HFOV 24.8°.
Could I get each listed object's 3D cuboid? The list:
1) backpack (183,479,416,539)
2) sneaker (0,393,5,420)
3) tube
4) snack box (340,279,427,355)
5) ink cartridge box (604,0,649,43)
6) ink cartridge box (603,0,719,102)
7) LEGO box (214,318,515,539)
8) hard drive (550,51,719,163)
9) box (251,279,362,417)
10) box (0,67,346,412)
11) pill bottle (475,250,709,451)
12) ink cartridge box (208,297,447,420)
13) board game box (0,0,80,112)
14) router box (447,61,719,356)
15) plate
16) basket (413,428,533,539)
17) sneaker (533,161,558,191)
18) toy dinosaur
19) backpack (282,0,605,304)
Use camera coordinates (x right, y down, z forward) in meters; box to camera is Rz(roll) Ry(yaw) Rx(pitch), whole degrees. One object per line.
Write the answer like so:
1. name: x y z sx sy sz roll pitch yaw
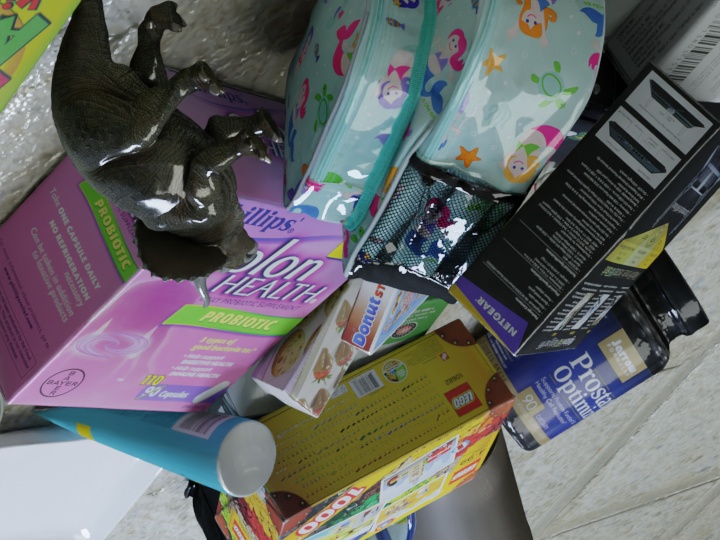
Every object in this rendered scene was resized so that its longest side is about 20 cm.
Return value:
1. backpack: -0.039 0.208 1.352 0.146 0.201 0.183 -18 152 -23
2. sneaker: -0.270 0.082 0.959 0.074 0.107 0.200 2 149 10
3. tube: -0.141 0.110 1.132 0.077 0.199 0.051 3 95 -43
4. snack box: 0.049 -0.019 1.055 0.200 0.024 0.072 -42 158 -55
5. ink cartridge box: 0.233 -0.214 1.001 0.200 0.083 0.145 -39 152 19
6. ink cartridge box: 0.263 -0.178 0.951 0.173 0.044 0.200 -3 144 -43
7. LEGO box: 0.000 0.138 1.206 0.199 0.077 0.149 -26 157 -22
8. hard drive: 0.157 -0.100 1.065 0.199 0.038 0.139 12 170 -37
9. box: 0.000 0.000 1.077 0.039 0.041 0.201 41 76 -39
10. box: -0.110 -0.010 0.995 0.200 0.097 0.175 -43 152 24
11. pill bottle: 0.202 0.063 1.448 0.199 0.112 0.112 -33 155 7
12. ink cartridge box: -0.045 0.057 1.204 0.146 0.083 0.200 -11 149 -36
13. board game box: -0.179 -0.138 0.741 0.101 0.048 0.200 1 141 -49
14. router box: 0.138 -0.028 0.913 0.157 0.052 0.200 -49 167 9
15. plate: -0.250 0.171 1.255 0.199 0.032 0.200 -5 145 -44
16. basket: 0.079 0.197 1.528 0.136 0.180 0.201 -39 147 -19
17. sneaker: 0.212 -0.098 1.205 0.200 0.075 0.080 -40 153 22
18. toy dinosaur: -0.106 -0.065 0.810 0.102 0.077 0.200 -35 115 15
19. backpack: 0.045 -0.107 0.886 0.150 0.178 0.200 20 131 -21
